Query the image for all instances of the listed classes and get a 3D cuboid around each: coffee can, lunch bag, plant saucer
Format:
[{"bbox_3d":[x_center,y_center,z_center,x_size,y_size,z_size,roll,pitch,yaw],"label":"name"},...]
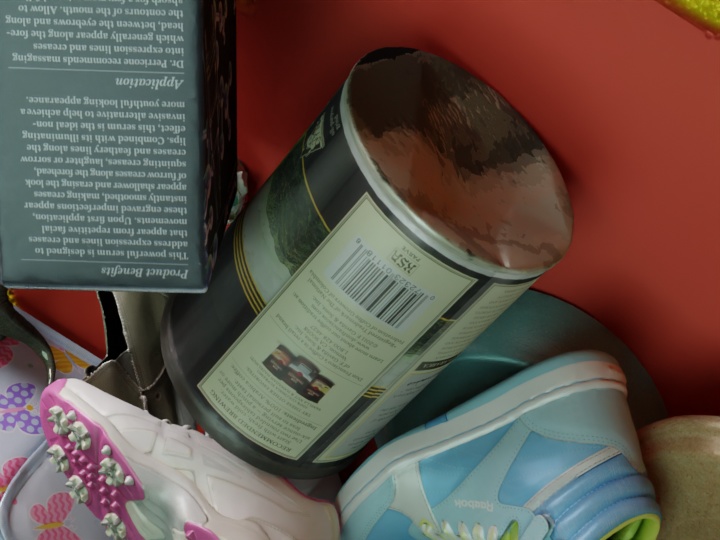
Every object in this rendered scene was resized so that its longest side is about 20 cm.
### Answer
[{"bbox_3d":[0.000,0.000,0.792,0.146,0.146,0.200,43,126,-1],"label":"coffee can"},{"bbox_3d":[-0.220,0.135,0.963,0.199,0.170,0.128,32,131,9],"label":"lunch bag"},{"bbox_3d":[0.088,0.106,0.875,0.198,0.036,0.202,12,121,20],"label":"plant saucer"}]

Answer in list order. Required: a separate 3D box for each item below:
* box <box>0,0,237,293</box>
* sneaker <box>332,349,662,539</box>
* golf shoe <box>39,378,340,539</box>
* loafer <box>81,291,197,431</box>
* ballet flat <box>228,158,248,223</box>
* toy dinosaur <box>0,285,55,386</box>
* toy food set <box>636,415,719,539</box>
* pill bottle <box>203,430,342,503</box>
[{"bbox_3d":[-0.121,-0.109,0.733,0.105,0.149,0.203,2,113,0],"label":"box"},{"bbox_3d":[0.074,0.143,0.787,0.199,0.079,0.132,-35,57,26],"label":"sneaker"},{"bbox_3d":[-0.098,0.122,0.829,0.199,0.091,0.076,37,136,18],"label":"golf shoe"},{"bbox_3d":[-0.143,0.079,0.899,0.075,0.069,0.203,-23,65,60],"label":"loafer"},{"bbox_3d":[-0.163,-0.058,0.893,0.198,0.064,0.077,6,121,24],"label":"ballet flat"},{"bbox_3d":[-0.262,-0.006,0.932,0.202,0.076,0.102,65,161,15],"label":"toy dinosaur"},{"bbox_3d":[0.217,0.166,0.791,0.196,0.048,0.202,0,114,44],"label":"toy food set"},{"bbox_3d":[-0.070,0.176,0.946,0.111,0.112,0.202,20,125,15],"label":"pill bottle"}]
